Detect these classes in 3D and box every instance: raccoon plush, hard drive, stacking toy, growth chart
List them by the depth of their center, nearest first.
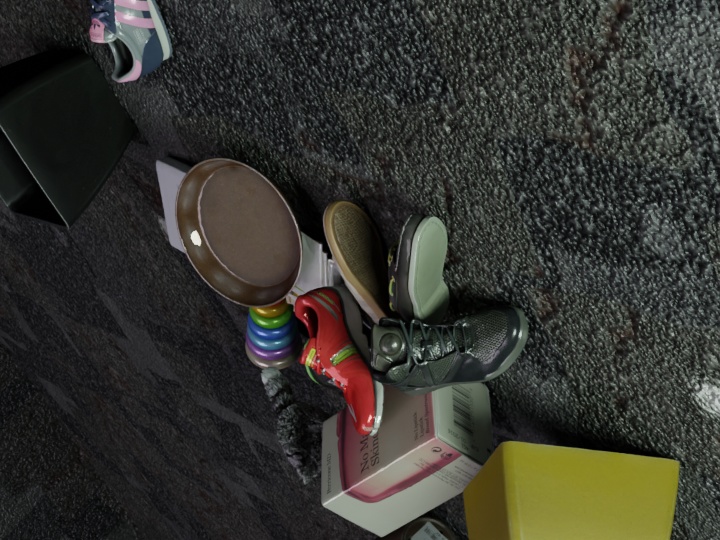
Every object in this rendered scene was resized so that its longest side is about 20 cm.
[{"bbox_3d":[-0.089,-0.012,1.600,0.199,0.018,0.146,38,139,28],"label":"growth chart"},{"bbox_3d":[-0.212,-0.070,1.694,0.199,0.026,0.134,26,130,49],"label":"hard drive"},{"bbox_3d":[-0.050,0.193,1.701,0.202,0.133,0.097,64,-175,17],"label":"raccoon plush"},{"bbox_3d":[-0.129,0.051,1.752,0.085,0.085,0.202,33,148,26],"label":"stacking toy"}]

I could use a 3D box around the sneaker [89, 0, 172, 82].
[{"bbox_3d":[-0.290,-0.311,1.451,0.070,0.082,0.202,20,145,43],"label":"sneaker"}]

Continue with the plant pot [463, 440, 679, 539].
[{"bbox_3d":[0.226,0.311,1.356,0.197,0.179,0.201,7,153,-6],"label":"plant pot"}]

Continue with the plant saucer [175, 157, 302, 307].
[{"bbox_3d":[-0.148,-0.052,1.573,0.198,0.034,0.203,17,123,27],"label":"plant saucer"}]

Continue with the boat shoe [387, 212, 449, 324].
[{"bbox_3d":[0.057,0.000,1.380,0.060,0.072,0.202,29,153,23],"label":"boat shoe"}]

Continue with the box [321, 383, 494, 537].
[{"bbox_3d":[0.055,0.213,1.510,0.108,0.129,0.199,32,128,-31],"label":"box"}]

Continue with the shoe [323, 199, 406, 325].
[{"bbox_3d":[0.000,0.000,1.473,0.053,0.070,0.201,5,136,43],"label":"shoe"}]

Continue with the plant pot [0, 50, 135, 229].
[{"bbox_3d":[-0.440,-0.203,1.741,0.198,0.177,0.201,13,141,49],"label":"plant pot"}]

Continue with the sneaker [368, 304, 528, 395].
[{"bbox_3d":[0.085,0.085,1.365,0.198,0.077,0.113,-20,156,38],"label":"sneaker"}]

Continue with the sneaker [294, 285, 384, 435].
[{"bbox_3d":[-0.031,0.112,1.490,0.077,0.084,0.202,117,139,-50],"label":"sneaker"}]

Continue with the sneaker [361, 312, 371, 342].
[{"bbox_3d":[0.022,0.128,1.629,0.201,0.070,0.090,49,158,-1],"label":"sneaker"}]

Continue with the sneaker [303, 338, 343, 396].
[{"bbox_3d":[0.001,0.153,1.712,0.200,0.077,0.083,45,151,-22],"label":"sneaker"}]

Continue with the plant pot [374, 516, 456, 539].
[{"bbox_3d":[0.081,0.478,1.968,0.186,0.187,0.201,39,140,14],"label":"plant pot"}]
